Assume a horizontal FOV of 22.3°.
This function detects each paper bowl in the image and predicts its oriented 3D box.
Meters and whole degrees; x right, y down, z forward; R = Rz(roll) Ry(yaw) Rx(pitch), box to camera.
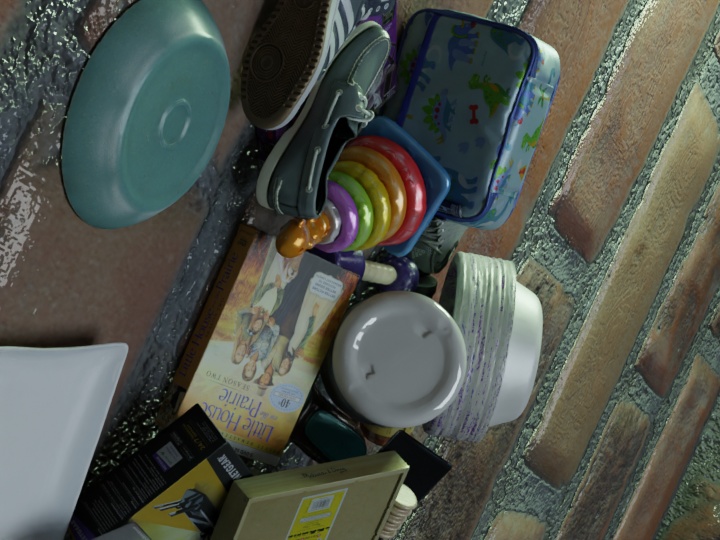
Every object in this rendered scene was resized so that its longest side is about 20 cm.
[{"bbox_3d":[0.134,0.086,1.973,0.201,0.103,0.203,-170,-90,-86],"label":"paper bowl"}]

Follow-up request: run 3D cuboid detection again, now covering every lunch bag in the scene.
[{"bbox_3d":[0.094,-0.149,1.788,0.082,0.160,0.202,11,99,-60],"label":"lunch bag"}]

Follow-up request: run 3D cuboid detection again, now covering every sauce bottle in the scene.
[{"bbox_3d":[0.047,0.097,2.022,0.066,0.066,0.201,-25,134,-56],"label":"sauce bottle"}]

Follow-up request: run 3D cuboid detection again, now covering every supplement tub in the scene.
[{"bbox_3d":[0.028,0.090,1.810,0.133,0.131,0.200,-64,-176,-6],"label":"supplement tub"}]

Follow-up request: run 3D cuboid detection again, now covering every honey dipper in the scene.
[{"bbox_3d":[-0.008,0.291,1.818,0.038,0.038,0.201,-22,150,-57],"label":"honey dipper"}]

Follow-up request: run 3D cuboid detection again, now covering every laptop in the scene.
[{"bbox_3d":[-0.036,0.218,1.833,0.187,0.198,0.117,43,58,-65],"label":"laptop"}]

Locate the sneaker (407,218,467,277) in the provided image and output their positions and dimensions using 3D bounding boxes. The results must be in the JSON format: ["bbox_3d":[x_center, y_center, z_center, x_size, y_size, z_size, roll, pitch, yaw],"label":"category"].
[{"bbox_3d":[0.074,-0.049,1.940,0.116,0.075,0.200,-64,157,0],"label":"sneaker"}]

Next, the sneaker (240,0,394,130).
[{"bbox_3d":[-0.032,-0.209,1.578,0.108,0.070,0.201,17,93,-64],"label":"sneaker"}]

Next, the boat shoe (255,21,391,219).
[{"bbox_3d":[-0.018,-0.131,1.624,0.201,0.061,0.073,-58,154,-17],"label":"boat shoe"}]

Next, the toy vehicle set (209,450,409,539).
[{"bbox_3d":[-0.053,0.236,1.689,0.199,0.027,0.125,-5,128,-43],"label":"toy vehicle set"}]

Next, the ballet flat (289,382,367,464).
[{"bbox_3d":[-0.069,0.134,1.799,0.071,0.065,0.200,-50,127,-16],"label":"ballet flat"}]

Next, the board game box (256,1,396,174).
[{"bbox_3d":[-0.029,-0.164,1.680,0.200,0.032,0.121,-47,145,-37],"label":"board game box"}]

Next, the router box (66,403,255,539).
[{"bbox_3d":[-0.166,0.222,1.642,0.157,0.052,0.200,-38,150,-6],"label":"router box"}]

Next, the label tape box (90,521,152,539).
[{"bbox_3d":[-0.261,0.302,1.493,0.199,0.063,0.145,-19,144,-49],"label":"label tape box"}]

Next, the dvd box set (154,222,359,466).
[{"bbox_3d":[-0.094,0.071,1.692,0.146,0.029,0.201,25,89,-44],"label":"dvd box set"}]

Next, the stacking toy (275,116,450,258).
[{"bbox_3d":[-0.020,-0.054,1.685,0.200,0.110,0.116,-31,159,-50],"label":"stacking toy"}]

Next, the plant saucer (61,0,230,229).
[{"bbox_3d":[-0.158,-0.121,1.439,0.200,0.036,0.201,-46,149,-39],"label":"plant saucer"}]

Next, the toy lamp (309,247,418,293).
[{"bbox_3d":[0.000,0.000,1.851,0.059,0.058,0.200,-67,157,2],"label":"toy lamp"}]

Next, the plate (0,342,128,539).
[{"bbox_3d":[-0.276,0.146,1.437,0.199,0.032,0.201,0,111,-65],"label":"plate"}]
